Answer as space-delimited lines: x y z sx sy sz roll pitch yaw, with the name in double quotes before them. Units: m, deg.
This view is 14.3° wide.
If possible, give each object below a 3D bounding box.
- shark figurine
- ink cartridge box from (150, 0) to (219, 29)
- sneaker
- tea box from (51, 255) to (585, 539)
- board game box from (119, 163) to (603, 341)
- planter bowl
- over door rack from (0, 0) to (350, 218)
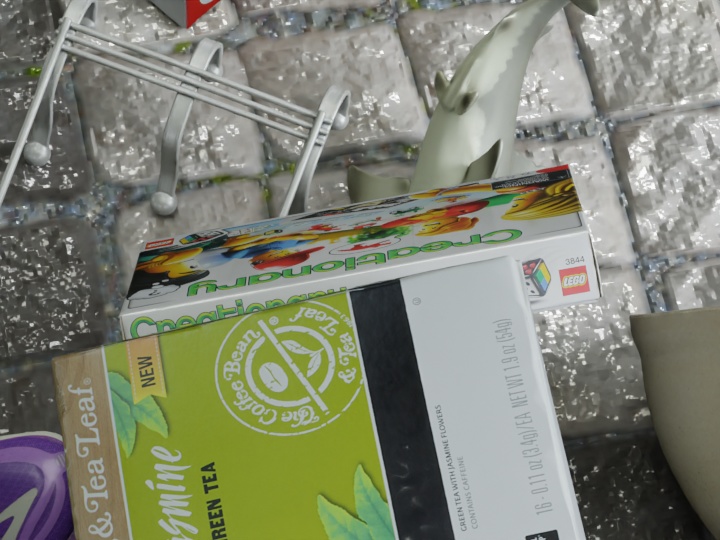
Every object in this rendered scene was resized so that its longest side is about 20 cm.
"shark figurine" 0.076 -0.066 1.360 0.089 0.215 0.128 13 18 -38
"ink cartridge box" -0.045 -0.247 1.410 0.084 0.176 0.200 40 67 18
"sneaker" -0.208 0.123 1.211 0.200 0.083 0.081 -21 74 -10
"tea box" -0.005 0.127 1.141 0.197 0.134 0.200 -14 61 2
"board game box" 0.000 0.000 1.238 0.200 0.126 0.035 -11 105 2
"planter bowl" 0.222 0.076 1.250 0.200 0.200 0.135 -4 88 -5
"over door rack" -0.107 -0.016 1.350 0.148 0.067 0.200 20 76 9
